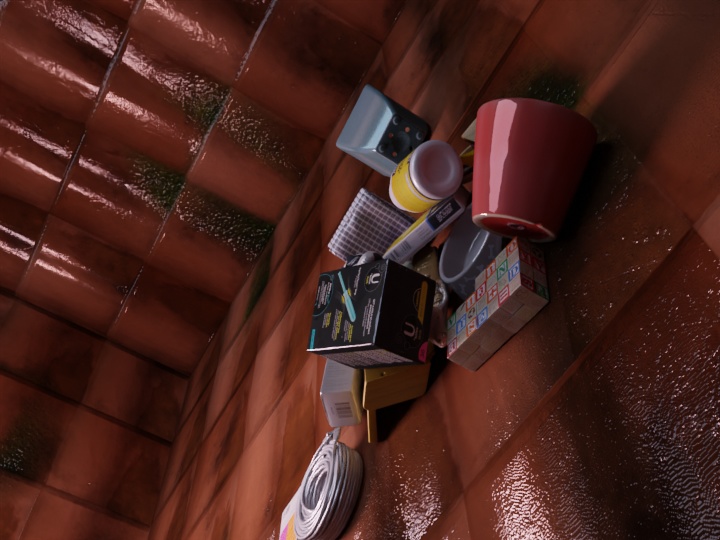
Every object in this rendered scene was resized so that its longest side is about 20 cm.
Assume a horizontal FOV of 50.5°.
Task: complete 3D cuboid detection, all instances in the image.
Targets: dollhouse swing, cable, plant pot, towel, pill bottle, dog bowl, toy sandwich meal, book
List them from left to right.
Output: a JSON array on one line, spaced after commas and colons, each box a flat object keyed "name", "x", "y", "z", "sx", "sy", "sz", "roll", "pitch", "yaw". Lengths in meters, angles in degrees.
[{"name": "book", "x": -0.140, "y": 0.566, "z": 1.634, "sx": 0.135, "sy": 0.047, "sz": 0.202, "roll": -58, "pitch": 16, "yaw": 28}, {"name": "cable", "x": -0.067, "y": 0.448, "z": 1.540, "sx": 0.202, "sy": 0.068, "sz": 0.202, "roll": -56, "pitch": 19, "yaw": 26}, {"name": "towel", "x": 0.047, "y": -0.066, "z": 1.724, "sx": 0.168, "sy": 0.197, "sz": 0.086, "roll": -59, "pitch": 16, "yaw": 7}, {"name": "plant pot", "x": 0.077, "y": -0.372, "z": 2.122, "sx": 0.199, "sy": 0.193, "sz": 0.200, "roll": -60, "pitch": 25, "yaw": 8}, {"name": "dollhouse swing", "x": 0.074, "y": 0.213, "z": 1.511, "sx": 0.177, "sy": 0.179, "sz": 0.201, "roll": -16, "pitch": 28, "yaw": 6}, {"name": "pill bottle", "x": 0.122, "y": -0.180, "z": 1.527, "sx": 0.114, "sy": 0.110, "sz": 0.200, "roll": -67, "pitch": 11, "yaw": -13}, {"name": "dog bowl", "x": 0.216, "y": -0.047, "z": 1.416, "sx": 0.202, "sy": 0.058, "sz": 0.202, "roll": -54, "pitch": 19, "yaw": 29}, {"name": "toy sandwich meal", "x": 0.242, "y": -0.261, "z": 1.549, "sx": 0.203, "sy": 0.071, "sz": 0.206, "roll": -37, "pitch": 18, "yaw": 14}, {"name": "plant pot", "x": 0.265, "y": -0.152, "z": 1.223, "sx": 0.200, "sy": 0.196, "sz": 0.182, "roll": 170, "pitch": 116, "yaw": -70}]

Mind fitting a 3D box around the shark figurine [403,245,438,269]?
[{"name": "shark figurine", "x": 0.089, "y": 0.034, "z": 1.620, "sx": 0.211, "sy": 0.091, "sz": 0.128, "roll": -30, "pitch": 14, "yaw": 4}]

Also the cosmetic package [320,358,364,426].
[{"name": "cosmetic package", "x": -0.029, "y": 0.216, "z": 1.607, "sx": 0.202, "sy": 0.072, "sz": 0.104, "roll": -82, "pitch": -17, "yaw": -52}]

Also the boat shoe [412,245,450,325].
[{"name": "boat shoe", "x": 0.147, "y": 0.048, "z": 1.484, "sx": 0.070, "sy": 0.069, "sz": 0.204, "roll": -22, "pitch": 49, "yaw": 28}]

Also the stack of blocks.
[{"name": "stack of blocks", "x": 0.219, "y": 0.057, "z": 1.248, "sx": 0.201, "sy": 0.058, "sz": 0.117, "roll": -51, "pitch": 20, "yaw": 37}]

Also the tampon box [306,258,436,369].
[{"name": "tampon box", "x": 0.019, "y": 0.083, "z": 1.354, "sx": 0.198, "sy": 0.124, "sz": 0.154, "roll": -12, "pitch": 62, "yaw": 50}]

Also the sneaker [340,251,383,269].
[{"name": "sneaker", "x": 0.000, "y": 0.000, "z": 1.545, "sx": 0.131, "sy": 0.078, "sz": 0.201, "roll": 58, "pitch": 169, "yaw": 33}]

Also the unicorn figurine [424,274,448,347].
[{"name": "unicorn figurine", "x": 0.112, "y": 0.081, "z": 1.403, "sx": 0.198, "sy": 0.072, "sz": 0.141, "roll": -24, "pitch": 57, "yaw": 49}]

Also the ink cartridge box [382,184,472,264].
[{"name": "ink cartridge box", "x": 0.139, "y": -0.096, "z": 1.570, "sx": 0.197, "sy": 0.047, "sz": 0.200, "roll": -43, "pitch": 5, "yaw": 20}]
